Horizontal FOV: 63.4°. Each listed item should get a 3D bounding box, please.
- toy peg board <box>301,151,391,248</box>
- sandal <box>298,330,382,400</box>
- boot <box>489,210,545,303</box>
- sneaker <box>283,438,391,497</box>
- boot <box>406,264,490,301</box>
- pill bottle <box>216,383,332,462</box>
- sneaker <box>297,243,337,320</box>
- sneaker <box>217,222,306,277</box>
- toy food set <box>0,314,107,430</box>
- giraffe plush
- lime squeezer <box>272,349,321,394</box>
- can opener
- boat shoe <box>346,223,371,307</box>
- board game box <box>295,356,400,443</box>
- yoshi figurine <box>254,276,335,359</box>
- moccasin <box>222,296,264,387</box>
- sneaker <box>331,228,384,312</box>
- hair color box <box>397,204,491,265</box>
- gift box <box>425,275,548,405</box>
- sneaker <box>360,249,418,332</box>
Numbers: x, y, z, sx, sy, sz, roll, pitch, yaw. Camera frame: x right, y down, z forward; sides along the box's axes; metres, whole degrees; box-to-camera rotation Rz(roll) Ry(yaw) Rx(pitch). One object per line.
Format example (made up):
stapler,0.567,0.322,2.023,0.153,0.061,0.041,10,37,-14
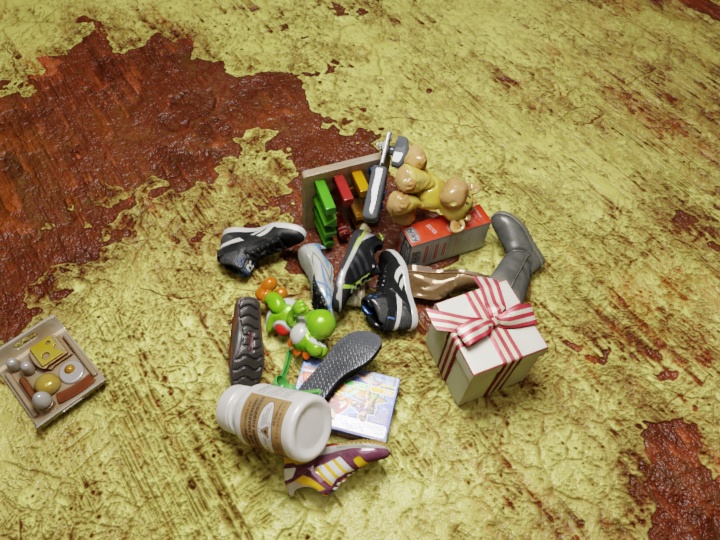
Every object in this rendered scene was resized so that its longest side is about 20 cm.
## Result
toy peg board,-0.022,-0.146,1.309,0.199,0.200,0.098,-16,63,-14
sandal,-0.042,0.192,1.142,0.200,0.043,0.076,-40,58,-14
boot,0.318,-0.020,1.276,0.182,0.073,0.200,48,52,1
sneaker,-0.039,0.357,1.050,0.200,0.075,0.090,-9,76,9
boot,0.190,0.035,1.289,0.200,0.074,0.076,3,72,6
pill bottle,-0.160,0.264,1.043,0.200,0.114,0.114,3,50,37
sneaker,-0.080,0.024,1.272,0.072,0.072,0.200,-7,61,-23
sneaker,-0.219,-0.038,1.284,0.200,0.073,0.112,-4,59,18
toy food set,-0.609,0.193,1.133,0.143,0.060,0.200,-38,67,-24
giraffe plush,0.167,-0.160,1.259,0.162,0.200,0.173,22,100,16
lime squeezer,-0.130,0.217,1.116,0.071,0.038,0.200,-31,22,-13
can opener,0.050,-0.196,1.216,0.066,0.053,0.200,16,83,8
boat shoe,-0.002,-0.011,1.302,0.063,0.073,0.200,16,68,0
board game box,-0.033,0.254,1.141,0.200,0.034,0.136,14,57,6
yoshi figurine,-0.120,0.089,1.193,0.112,0.112,0.200,-19,50,-39
moccasin,-0.237,0.155,1.174,0.074,0.078,0.202,-1,74,-23
sneaker,0.000,0.000,1.219,0.083,0.072,0.200,19,67,2
hair color box,0.189,-0.075,1.332,0.200,0.102,0.061,-18,58,-15
gift box,0.228,0.130,1.149,0.184,0.187,0.200,-22,62,-17
sneaker,0.047,0.037,1.250,0.112,0.073,0.200,0,56,-26
